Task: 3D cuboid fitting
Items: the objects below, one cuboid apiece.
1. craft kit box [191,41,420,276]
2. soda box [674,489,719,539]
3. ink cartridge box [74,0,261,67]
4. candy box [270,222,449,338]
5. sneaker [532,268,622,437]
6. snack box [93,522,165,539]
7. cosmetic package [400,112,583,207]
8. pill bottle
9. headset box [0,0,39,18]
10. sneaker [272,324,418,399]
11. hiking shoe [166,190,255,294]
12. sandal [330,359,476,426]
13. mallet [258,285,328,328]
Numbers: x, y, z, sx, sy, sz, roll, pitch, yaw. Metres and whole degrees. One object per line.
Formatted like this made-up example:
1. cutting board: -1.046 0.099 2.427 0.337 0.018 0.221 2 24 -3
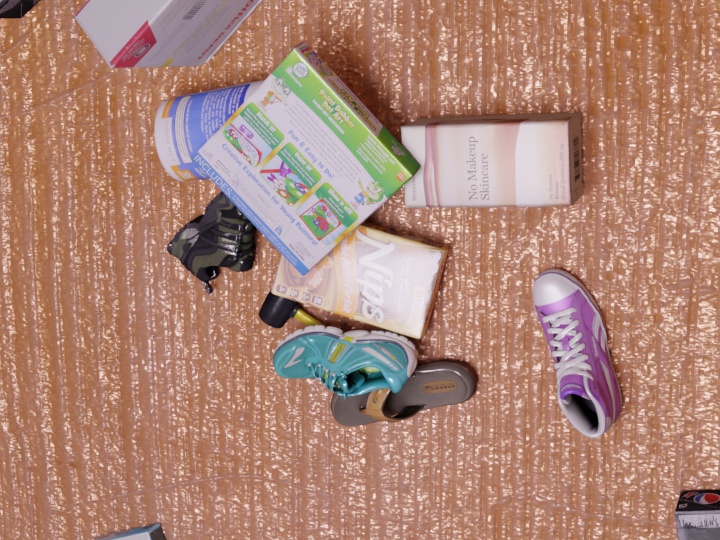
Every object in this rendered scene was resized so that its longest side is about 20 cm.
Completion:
1. craft kit box: -0.067 -0.128 1.336 0.200 0.049 0.197 47 120 -5
2. soda box: 0.419 0.366 1.344 0.063 0.071 0.201 -6 99 23
3. ink cartridge box: -0.226 -0.324 1.381 0.145 0.200 0.084 -42 82 24
4. candy box: 0.000 0.000 1.421 0.199 0.055 0.116 17 99 11
5. sneaker: 0.252 0.098 1.331 0.072 0.114 0.201 -24 91 26
6. snack box: -0.318 0.482 1.680 0.116 0.037 0.201 -16 95 24
7. cosmetic package: 0.155 -0.129 1.333 0.199 0.087 0.104 -1 103 22
8. pill bottle: -0.149 -0.178 1.429 0.199 0.112 0.113 -5 99 23
9. headset box: -0.483 -0.463 1.520 0.148 0.075 0.200 -35 88 24
10. sneaker: -0.027 0.118 1.422 0.199 0.080 0.078 -3 134 27
11. hiking shoe: -0.161 -0.053 1.491 0.200 0.076 0.101 -38 95 33
12. sandal: 0.050 0.165 1.447 0.199 0.055 0.082 -9 119 19
13. mallet: -0.036 0.075 1.485 0.199 0.041 0.066 26 107 10
